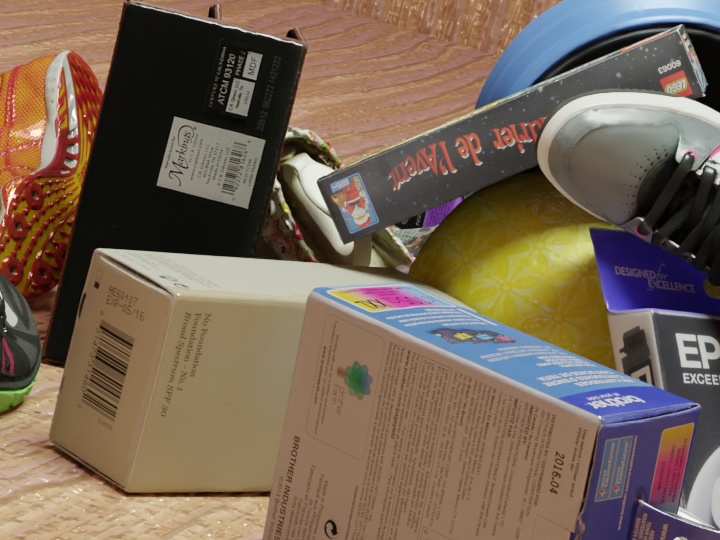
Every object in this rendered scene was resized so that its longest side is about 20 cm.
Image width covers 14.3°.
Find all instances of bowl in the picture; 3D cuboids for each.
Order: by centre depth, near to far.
[{"bbox_3d":[0.135,-0.005,1.522,0.200,0.108,0.200,22,14,-6],"label":"bowl"},{"bbox_3d":[0.163,-0.070,1.620,0.200,0.201,0.039,12,32,-14],"label":"bowl"}]

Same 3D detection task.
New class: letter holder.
[{"bbox_3d":[-0.103,-0.050,1.589,0.100,0.200,0.142,13,11,-6],"label":"letter holder"}]

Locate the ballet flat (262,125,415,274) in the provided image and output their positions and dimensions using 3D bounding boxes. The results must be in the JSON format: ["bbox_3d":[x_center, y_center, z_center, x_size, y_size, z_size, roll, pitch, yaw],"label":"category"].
[{"bbox_3d":[0.000,0.000,1.617,0.076,0.064,0.200,-37,81,-27],"label":"ballet flat"}]

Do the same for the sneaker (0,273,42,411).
[{"bbox_3d":[-0.195,0.024,1.404,0.077,0.084,0.200,15,11,0],"label":"sneaker"}]

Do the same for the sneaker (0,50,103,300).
[{"bbox_3d":[-0.202,-0.048,1.704,0.077,0.073,0.200,-19,36,23],"label":"sneaker"}]

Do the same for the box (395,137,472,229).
[{"bbox_3d":[0.120,-0.004,1.853,0.200,0.122,0.106,10,11,-23],"label":"box"}]

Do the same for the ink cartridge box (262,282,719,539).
[{"bbox_3d":[0.059,0.100,1.213,0.200,0.137,0.076,24,20,40],"label":"ink cartridge box"}]

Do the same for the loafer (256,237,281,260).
[{"bbox_3d":[-0.005,0.036,1.676,0.200,0.070,0.070,19,49,-9],"label":"loafer"}]

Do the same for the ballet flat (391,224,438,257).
[{"bbox_3d":[0.030,-0.002,1.742,0.200,0.069,0.071,-4,37,35],"label":"ballet flat"}]

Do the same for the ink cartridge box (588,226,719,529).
[{"bbox_3d":[0.213,0.074,1.435,0.198,0.200,0.043,6,-23,-37],"label":"ink cartridge box"}]

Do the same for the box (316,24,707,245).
[{"bbox_3d":[0.083,-0.073,1.503,0.200,0.038,0.137,-22,2,9],"label":"box"}]

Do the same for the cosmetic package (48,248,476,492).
[{"bbox_3d":[-0.046,0.051,1.415,0.200,0.104,0.073,3,17,-42],"label":"cosmetic package"}]

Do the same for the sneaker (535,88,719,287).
[{"bbox_3d":[0.184,-0.015,1.393,0.200,0.084,0.121,20,20,-19],"label":"sneaker"}]

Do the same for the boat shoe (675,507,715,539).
[{"bbox_3d":[0.126,0.140,1.293,0.200,0.071,0.070,24,10,13],"label":"boat shoe"}]
